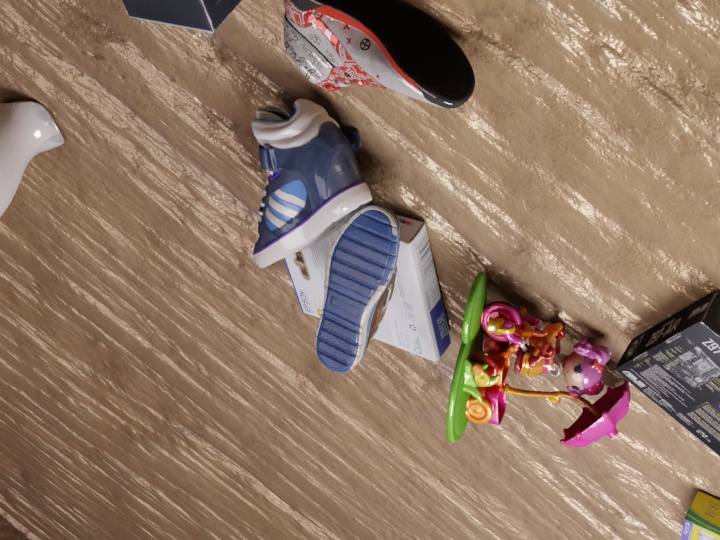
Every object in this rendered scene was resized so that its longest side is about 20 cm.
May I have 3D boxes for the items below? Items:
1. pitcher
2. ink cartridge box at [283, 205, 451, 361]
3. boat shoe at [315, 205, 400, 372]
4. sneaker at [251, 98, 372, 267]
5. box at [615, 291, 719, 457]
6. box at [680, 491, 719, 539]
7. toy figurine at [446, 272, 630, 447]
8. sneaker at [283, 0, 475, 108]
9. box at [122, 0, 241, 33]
[{"bbox_3d":[-0.504,-0.133,1.768,0.171,0.200,0.122,11,142,39],"label":"pitcher"},{"bbox_3d":[0.000,0.000,1.580,0.199,0.043,0.197,20,145,30],"label":"ink cartridge box"},{"bbox_3d":[0.001,0.010,1.475,0.072,0.072,0.201,28,121,13],"label":"boat shoe"},{"bbox_3d":[-0.078,-0.101,1.467,0.200,0.080,0.147,-33,84,50],"label":"sneaker"},{"bbox_3d":[0.373,0.122,1.356,0.200,0.044,0.160,39,150,-3],"label":"box"},{"bbox_3d":[0.463,0.336,1.561,0.199,0.048,0.118,21,147,22],"label":"box"},{"bbox_3d":[0.201,0.110,1.478,0.183,0.150,0.201,12,119,15],"label":"toy figurine"},{"bbox_3d":[0.013,-0.196,1.270,0.201,0.067,0.108,36,152,9],"label":"sneaker"},{"bbox_3d":[-0.153,-0.332,1.169,0.107,0.149,0.201,15,144,33],"label":"box"}]
